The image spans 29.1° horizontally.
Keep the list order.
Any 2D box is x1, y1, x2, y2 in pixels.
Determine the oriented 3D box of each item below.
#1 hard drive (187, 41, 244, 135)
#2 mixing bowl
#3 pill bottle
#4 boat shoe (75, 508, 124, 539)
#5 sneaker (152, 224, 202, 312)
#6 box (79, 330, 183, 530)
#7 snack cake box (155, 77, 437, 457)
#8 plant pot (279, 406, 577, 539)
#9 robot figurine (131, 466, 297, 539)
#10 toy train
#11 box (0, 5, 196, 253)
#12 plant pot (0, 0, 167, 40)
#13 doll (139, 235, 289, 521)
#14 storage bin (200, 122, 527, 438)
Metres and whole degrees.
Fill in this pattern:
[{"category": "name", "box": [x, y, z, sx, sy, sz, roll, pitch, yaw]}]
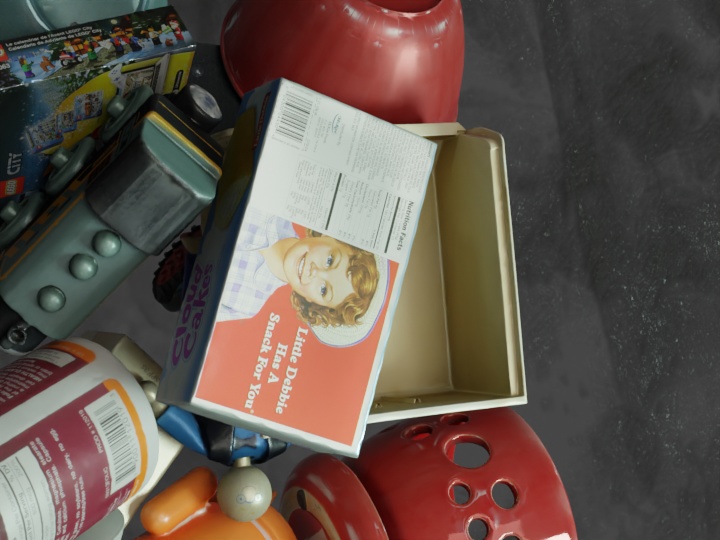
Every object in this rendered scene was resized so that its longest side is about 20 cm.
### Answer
[{"category": "hard drive", "box": [-0.057, -0.103, 1.051, 0.197, 0.043, 0.136, 8, 51, -19]}, {"category": "mixing bowl", "box": [0.002, -0.188, 1.044, 0.197, 0.109, 0.202, 12, 50, -15]}, {"category": "pill bottle", "box": [-0.224, 0.129, 0.824, 0.199, 0.113, 0.116, -32, 108, -49]}, {"category": "boat shoe", "box": [-0.231, 0.206, 0.874, 0.199, 0.070, 0.064, -26, 135, -47]}, {"category": "sneaker", "box": [-0.067, -0.007, 1.074, 0.199, 0.079, 0.097, -31, 108, -29]}, {"category": "box", "box": [-0.210, 0.149, 0.978, 0.095, 0.077, 0.201, 44, 67, -25]}, {"category": "snack cake box", "box": [-0.037, 0.000, 0.846, 0.114, 0.067, 0.203, 20, 78, -25]}, {"category": "plant pot", "box": [0.045, 0.218, 1.077, 0.180, 0.200, 0.204, -14, 97, -26]}, {"category": "robot figurine", "box": [-0.117, 0.234, 1.001, 0.144, 0.117, 0.199, 51, 35, 10]}, {"category": "toy train", "box": [-0.161, -0.031, 0.855, 0.200, 0.114, 0.085, -41, 112, 19]}, {"category": "box", "box": [-0.193, -0.082, 0.926, 0.135, 0.201, 0.038, -18, 63, -30]}, {"category": "plant pot", "box": [-0.211, -0.186, 0.946, 0.198, 0.134, 0.204, 0, 90, -32]}, {"category": "doll", "box": [-0.093, 0.076, 0.981, 0.135, 0.048, 0.203, -5, 90, -25]}, {"category": "storage bin", "box": [0.000, 0.000, 0.952, 0.197, 0.093, 0.202, -5, 90, -26]}]
